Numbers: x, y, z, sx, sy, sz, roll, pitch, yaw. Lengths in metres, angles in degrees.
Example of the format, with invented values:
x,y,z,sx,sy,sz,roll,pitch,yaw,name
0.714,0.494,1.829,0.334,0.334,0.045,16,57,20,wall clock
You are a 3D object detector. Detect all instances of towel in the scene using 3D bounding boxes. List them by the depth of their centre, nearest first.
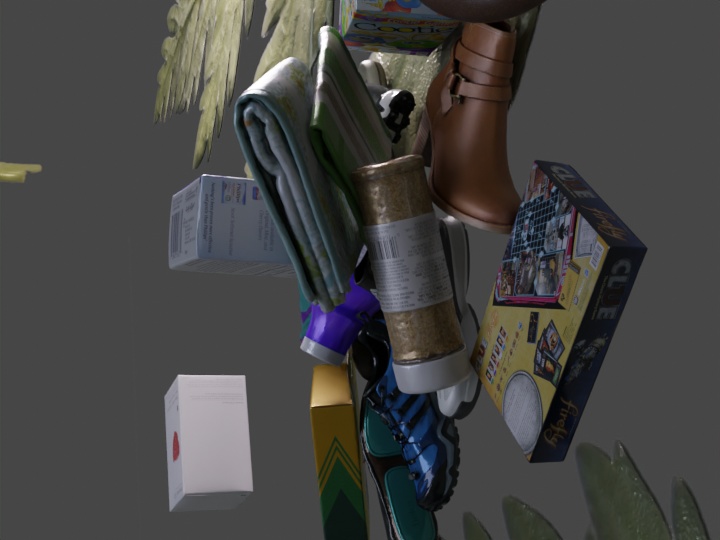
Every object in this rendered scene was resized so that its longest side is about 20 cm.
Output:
x,y,z,sx,sy,sz,roll,pitch,yaw,name
-0.050,-0.080,0.970,0.171,0.048,0.202,-74,-33,-70,towel
-0.012,-0.129,1.032,0.201,0.030,0.150,-85,-29,-53,towel

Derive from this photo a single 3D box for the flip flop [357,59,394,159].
x,y,z,sx,sy,sz,roll,pitch,yaw,name
0.001,-0.149,1.254,0.081,0.057,0.202,153,117,-66,flip flop

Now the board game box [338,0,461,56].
x,y,z,sx,sy,sz,roll,pitch,yaw,name
0.037,-0.278,1.041,0.200,0.102,0.106,-165,78,-84,board game box

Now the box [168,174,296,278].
x,y,z,sx,sy,sz,roll,pitch,yaw,name
-0.133,-0.052,1.399,0.184,0.198,0.106,170,104,-69,box

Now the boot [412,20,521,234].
x,y,z,sx,sy,sz,roll,pitch,yaw,name
0.109,-0.135,0.952,0.200,0.073,0.156,57,134,49,boot

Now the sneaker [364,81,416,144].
x,y,z,sx,sy,sz,roll,pitch,yaw,name
-0.020,-0.120,1.193,0.090,0.066,0.201,30,96,26,sneaker

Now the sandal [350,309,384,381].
x,y,z,sx,sy,sz,roll,pitch,yaw,name
0.023,0.020,1.183,0.055,0.081,0.202,3,-95,-86,sandal

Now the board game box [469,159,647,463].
x,y,z,sx,sy,sz,roll,pitch,yaw,name
0.151,0.032,0.868,0.136,0.034,0.202,-117,35,-53,board game box

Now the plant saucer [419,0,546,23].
x,y,z,sx,sy,sz,roll,pitch,yaw,name
0.102,-0.304,0.875,0.198,0.032,0.203,0,90,30,plant saucer

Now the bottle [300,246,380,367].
x,y,z,sx,sy,sz,roll,pitch,yaw,name
0.000,0.000,1.124,0.202,0.083,0.065,-66,-12,-2,bottle

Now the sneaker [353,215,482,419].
x,y,z,sx,sy,sz,roll,pitch,yaw,name
0.048,0.043,1.028,0.076,0.114,0.203,135,133,-61,sneaker

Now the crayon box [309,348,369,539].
x,y,z,sx,sy,sz,roll,pitch,yaw,name
-0.023,0.187,1.186,0.127,0.050,0.202,-90,-5,-76,crayon box

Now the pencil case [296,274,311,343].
x,y,z,sx,sy,sz,roll,pitch,yaw,name
-0.041,-0.017,1.284,0.092,0.084,0.202,9,-106,-77,pencil case

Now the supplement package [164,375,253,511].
x,y,z,sx,sy,sz,roll,pitch,yaw,name
-0.256,0.289,1.803,0.121,0.119,0.202,131,137,-57,supplement package

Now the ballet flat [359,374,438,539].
x,y,z,sx,sy,sz,roll,pitch,yaw,name
0.033,0.204,1.126,0.069,0.067,0.202,112,154,-62,ballet flat

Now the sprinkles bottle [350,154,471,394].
x,y,z,sx,sy,sz,roll,pitch,yaw,name
0.045,0.003,0.945,0.068,0.068,0.202,-174,71,-69,sprinkles bottle

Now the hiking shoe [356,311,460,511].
x,y,z,sx,sy,sz,roll,pitch,yaw,name
0.042,0.141,1.073,0.074,0.086,0.202,127,140,-56,hiking shoe
